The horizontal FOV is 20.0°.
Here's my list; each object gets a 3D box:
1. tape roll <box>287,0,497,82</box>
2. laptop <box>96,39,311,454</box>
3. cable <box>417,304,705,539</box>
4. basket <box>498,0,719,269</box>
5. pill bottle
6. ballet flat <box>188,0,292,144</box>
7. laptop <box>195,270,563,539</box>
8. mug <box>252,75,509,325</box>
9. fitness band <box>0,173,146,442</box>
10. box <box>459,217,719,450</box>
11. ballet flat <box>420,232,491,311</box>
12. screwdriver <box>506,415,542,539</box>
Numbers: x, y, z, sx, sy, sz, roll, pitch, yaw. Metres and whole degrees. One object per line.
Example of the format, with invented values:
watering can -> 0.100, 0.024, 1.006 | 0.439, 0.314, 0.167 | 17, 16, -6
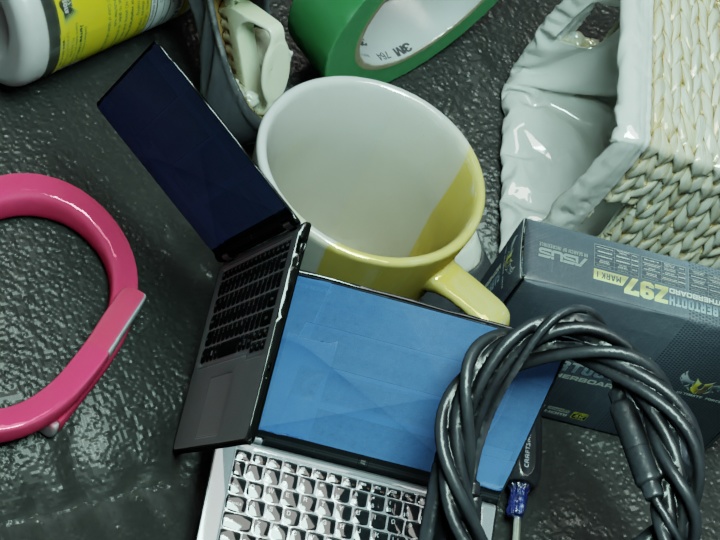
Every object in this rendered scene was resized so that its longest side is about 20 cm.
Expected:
tape roll -> 0.042, -0.208, 1.421 | 0.200, 0.201, 0.048 | -28, 72, -31
laptop -> -0.112, -0.005, 1.207 | 0.115, 0.187, 0.202 | 17, 79, -15
cable -> 0.120, 0.121, 1.181 | 0.162, 0.051, 0.202 | 12, 86, 14
basket -> 0.204, -0.096, 1.419 | 0.160, 0.198, 0.201 | 15, 55, -16
pill bottle -> -0.178, -0.213, 1.397 | 0.199, 0.113, 0.113 | -30, 73, -32
ballet flat -> -0.080, -0.179, 1.362 | 0.072, 0.202, 0.073 | -6, 22, 3
laptop -> 0.008, 0.131, 1.225 | 0.186, 0.116, 0.202 | 15, 67, -10
mug -> -0.009, -0.004, 1.298 | 0.148, 0.154, 0.188 | -3, 54, -25
fitness band -> -0.222, 0.024, 1.287 | 0.143, 0.038, 0.201 | 31, 54, 3
box -> 0.169, 0.047, 1.339 | 0.198, 0.158, 0.051 | 14, 55, -12
ballet flat -> 0.029, -0.040, 1.395 | 0.200, 0.073, 0.073 | 43, 55, 8
screwdriver -> 0.098, 0.172, 1.312 | 0.029, 0.028, 0.201 | 38, 45, -31
